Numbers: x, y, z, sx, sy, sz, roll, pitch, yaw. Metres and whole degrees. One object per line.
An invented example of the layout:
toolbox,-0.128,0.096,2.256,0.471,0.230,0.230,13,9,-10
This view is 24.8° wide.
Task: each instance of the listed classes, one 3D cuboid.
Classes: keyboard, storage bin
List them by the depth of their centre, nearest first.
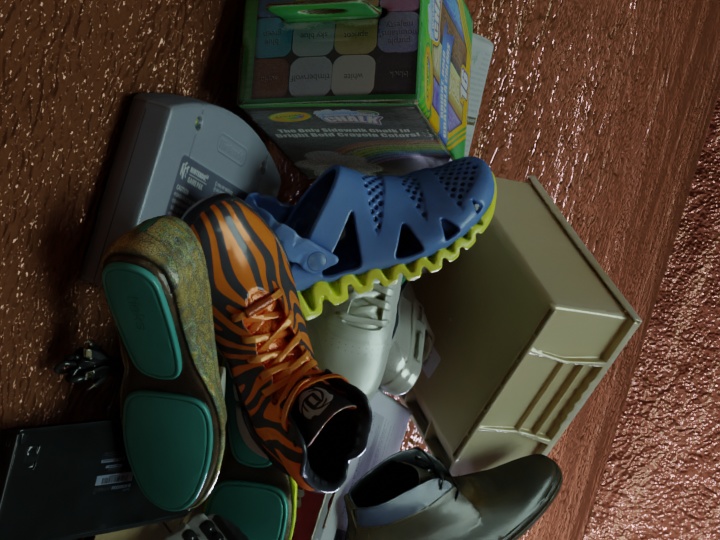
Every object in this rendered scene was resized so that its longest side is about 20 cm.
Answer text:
keyboard,-0.151,0.101,1.004,0.200,0.021,0.128,2,105,-60
storage bin,0.112,0.048,1.416,0.093,0.200,0.199,9,125,-35

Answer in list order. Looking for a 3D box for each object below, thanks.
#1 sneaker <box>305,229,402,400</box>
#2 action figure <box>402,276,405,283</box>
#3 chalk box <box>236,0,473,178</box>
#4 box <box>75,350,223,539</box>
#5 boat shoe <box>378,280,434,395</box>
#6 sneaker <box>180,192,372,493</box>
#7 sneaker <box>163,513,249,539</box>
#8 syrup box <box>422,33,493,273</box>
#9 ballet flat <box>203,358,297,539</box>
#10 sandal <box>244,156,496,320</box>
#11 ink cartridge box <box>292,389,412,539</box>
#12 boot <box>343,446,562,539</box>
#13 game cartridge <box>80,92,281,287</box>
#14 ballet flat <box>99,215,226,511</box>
sneaker,0.000,0.000,1.188,0.080,0.076,0.201,151,-54,-64
action figure,-0.019,0.006,1.279,0.118,0.055,0.200,44,76,-35
chalk box,-0.005,-0.150,1.088,0.200,0.124,0.124,48,44,-69
box,-0.115,0.126,1.127,0.200,0.021,0.164,13,93,-63
boat shoe,0.027,0.051,1.367,0.071,0.070,0.200,-43,-170,11
sneaker,-0.044,0.049,1.004,0.077,0.112,0.201,-32,120,-18
sneaker,-0.148,0.218,1.040,0.200,0.075,0.081,-5,141,-53
syrup box,0.044,-0.104,1.369,0.081,0.078,0.201,-4,108,-72
ballet flat,-0.068,0.133,1.130,0.067,0.067,0.201,-44,142,-67
sandal,-0.002,-0.032,1.084,0.199,0.079,0.087,-24,118,-11
ink cartridge box,-0.041,0.186,1.339,0.176,0.084,0.201,44,62,-70
boot,0.075,0.183,1.321,0.199,0.075,0.097,-27,132,-16
game cartridge,-0.109,-0.039,1.048,0.134,0.041,0.200,-70,161,-4
ballet flat,-0.108,0.054,0.967,0.071,0.070,0.201,-54,148,-46
